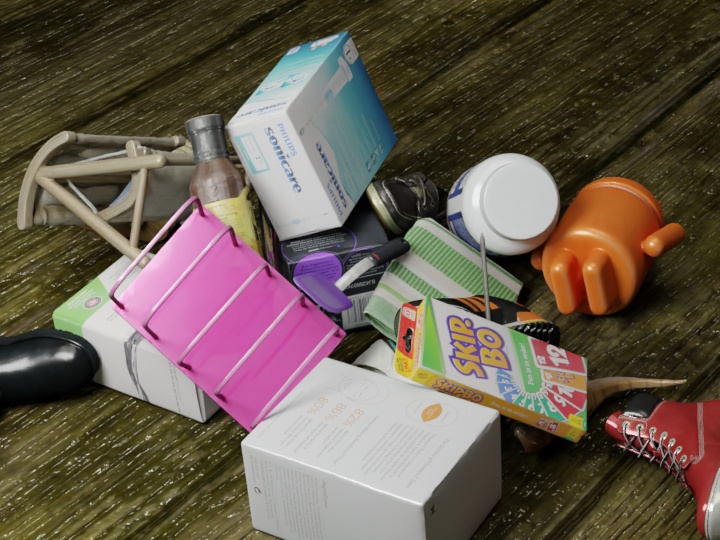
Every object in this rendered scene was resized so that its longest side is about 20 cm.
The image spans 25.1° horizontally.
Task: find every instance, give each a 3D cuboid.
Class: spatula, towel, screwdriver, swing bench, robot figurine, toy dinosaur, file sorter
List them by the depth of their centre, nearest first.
[{"bbox_3d":[-0.131,0.044,1.580,0.200,0.125,0.139,41,83,4],"label":"file sorter"},{"bbox_3d":[0.132,0.060,1.619,0.028,0.202,0.029,-20,27,-40],"label":"screwdriver"},{"bbox_3d":[0.220,0.130,1.650,0.199,0.061,0.106,-26,62,-28],"label":"toy dinosaur"},{"bbox_3d":[0.000,0.000,1.680,0.056,0.021,0.200,42,37,13],"label":"spatula"},{"bbox_3d":[0.093,0.034,1.754,0.152,0.023,0.201,35,39,-5],"label":"towel"},{"bbox_3d":[0.275,-0.028,1.807,0.116,0.144,0.200,41,42,-4],"label":"robot figurine"},{"bbox_3d":[-0.241,-0.089,1.810,0.198,0.131,0.198,17,12,31],"label":"swing bench"}]

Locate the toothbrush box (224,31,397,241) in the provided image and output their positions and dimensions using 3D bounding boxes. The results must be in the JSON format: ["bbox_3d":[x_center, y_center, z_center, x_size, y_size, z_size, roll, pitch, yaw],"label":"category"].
[{"bbox_3d":[-0.050,-0.150,1.793,0.084,0.147,0.201,-13,28,28],"label":"toothbrush box"}]

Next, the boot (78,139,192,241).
[{"bbox_3d":[-0.289,-0.115,2.040,0.198,0.073,0.156,14,39,23],"label":"boot"}]

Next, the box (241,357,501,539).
[{"bbox_3d":[0.013,0.188,1.524,0.198,0.107,0.152,16,38,28],"label":"box"}]

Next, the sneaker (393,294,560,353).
[{"bbox_3d":[0.108,0.060,1.678,0.198,0.071,0.090,7,17,-30],"label":"sneaker"}]

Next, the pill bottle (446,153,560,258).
[{"bbox_3d":[0.162,-0.072,1.811,0.110,0.112,0.200,-8,0,-5],"label":"pill bottle"}]

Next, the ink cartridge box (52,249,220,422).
[{"bbox_3d":[-0.208,0.067,1.750,0.198,0.085,0.145,18,40,29],"label":"ink cartridge box"}]

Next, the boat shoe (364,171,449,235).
[{"bbox_3d":[0.058,-0.084,1.872,0.064,0.074,0.200,-31,-7,13],"label":"boat shoe"}]

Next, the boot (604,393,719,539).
[{"bbox_3d":[0.297,0.183,1.534,0.143,0.073,0.200,5,27,15],"label":"boot"}]

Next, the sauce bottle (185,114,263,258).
[{"bbox_3d":[-0.143,-0.061,1.687,0.064,0.202,0.065,-12,-4,-1],"label":"sauce bottle"}]

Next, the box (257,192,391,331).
[{"bbox_3d":[-0.042,-0.026,1.847,0.121,0.107,0.201,-11,34,-9],"label":"box"}]

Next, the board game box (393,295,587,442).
[{"bbox_3d":[0.128,0.093,1.572,0.198,0.030,0.096,19,44,-10],"label":"board game box"}]

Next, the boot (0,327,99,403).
[{"bbox_3d":[-0.388,0.132,1.687,0.196,0.074,0.163,0,31,20],"label":"boot"}]

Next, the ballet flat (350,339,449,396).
[{"bbox_3d":[0.036,0.123,1.638,0.069,0.070,0.200,-14,15,-14],"label":"ballet flat"}]
